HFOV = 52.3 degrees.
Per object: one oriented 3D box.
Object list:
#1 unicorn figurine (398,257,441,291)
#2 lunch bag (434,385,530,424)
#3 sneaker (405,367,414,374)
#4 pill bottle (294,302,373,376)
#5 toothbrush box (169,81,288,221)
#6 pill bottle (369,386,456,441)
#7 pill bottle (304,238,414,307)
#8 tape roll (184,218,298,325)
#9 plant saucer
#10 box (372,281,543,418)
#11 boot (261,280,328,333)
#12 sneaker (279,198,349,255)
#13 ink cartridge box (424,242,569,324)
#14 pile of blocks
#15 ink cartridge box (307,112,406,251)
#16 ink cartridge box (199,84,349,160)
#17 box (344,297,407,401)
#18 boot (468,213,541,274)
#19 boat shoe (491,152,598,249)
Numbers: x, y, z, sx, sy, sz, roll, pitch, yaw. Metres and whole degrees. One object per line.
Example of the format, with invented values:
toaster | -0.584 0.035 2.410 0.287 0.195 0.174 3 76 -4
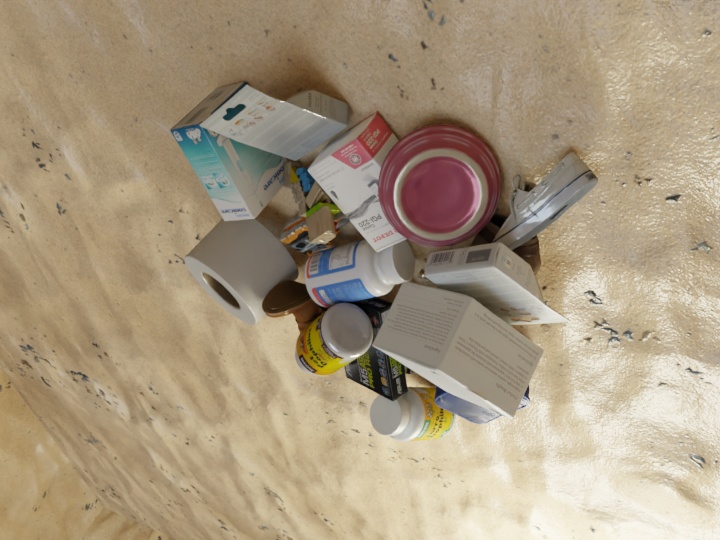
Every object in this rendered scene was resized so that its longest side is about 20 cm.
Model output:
unicorn figurine | 0.158 0.043 1.377 0.137 0.074 0.200 33 144 -11
lunch bag | 0.237 0.202 1.433 0.135 0.133 0.200 28 144 -19
sneaker | 0.130 0.148 1.516 0.087 0.076 0.200 16 139 -27
pill bottle | -0.062 0.145 1.461 0.109 0.110 0.200 39 147 -6
toothbrush box | -0.226 -0.213 1.329 0.085 0.147 0.201 -1 130 37
pill bottle | 0.111 0.305 1.565 0.112 0.114 0.199 -4 169 38
pill bottle | 0.000 0.000 1.402 0.198 0.113 0.113 -12 123 33
tape roll | -0.245 -0.005 1.518 0.202 0.139 0.203 36 159 16
plant saucer | 0.126 -0.126 1.163 0.198 0.051 0.203 1 115 3
box | 0.163 0.132 1.247 0.198 0.132 0.199 34 169 -30
boot | -0.120 0.088 1.518 0.074 0.199 0.156 40 139 31
sneaker | -0.074 -0.083 1.418 0.077 0.079 0.199 39 147 -25
ink cartridge box | 0.227 0.027 1.203 0.199 0.048 0.159 31 157 -30
pile of blocks | -0.076 -0.133 1.327 0.082 0.062 0.201 -54 48 35
ink cartridge box | 0.028 -0.145 1.263 0.200 0.085 0.145 47 140 -18
ink cartridge box | -0.143 -0.257 1.219 0.198 0.048 0.159 15 156 -37
box | 0.018 0.147 1.491 0.159 0.044 0.202 18 124 49
boot | 0.214 -0.033 1.266 0.198 0.070 0.147 19 133 18
boat shoe | 0.264 -0.109 1.131 0.202 0.074 0.087 -45 68 40
